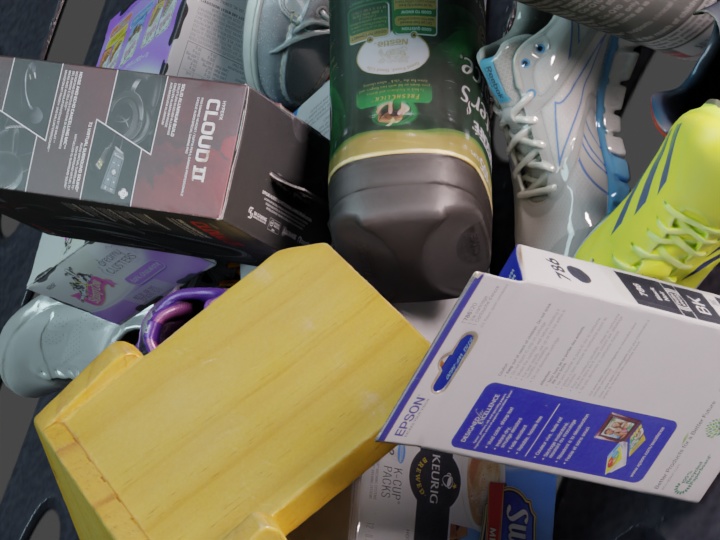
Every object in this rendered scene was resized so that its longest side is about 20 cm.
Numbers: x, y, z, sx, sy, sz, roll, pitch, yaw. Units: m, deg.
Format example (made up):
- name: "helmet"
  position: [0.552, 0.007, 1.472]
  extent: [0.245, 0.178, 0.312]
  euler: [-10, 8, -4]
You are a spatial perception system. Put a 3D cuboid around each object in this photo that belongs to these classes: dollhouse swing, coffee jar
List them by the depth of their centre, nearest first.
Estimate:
- name: "dollhouse swing"
  position: [-0.042, 0.119, 1.278]
  extent: [0.200, 0.175, 0.182]
  euler: [42, 154, 55]
- name: "coffee jar"
  position: [0.026, -0.087, 1.363]
  extent: [0.104, 0.085, 0.201]
  euler: [73, -165, -59]

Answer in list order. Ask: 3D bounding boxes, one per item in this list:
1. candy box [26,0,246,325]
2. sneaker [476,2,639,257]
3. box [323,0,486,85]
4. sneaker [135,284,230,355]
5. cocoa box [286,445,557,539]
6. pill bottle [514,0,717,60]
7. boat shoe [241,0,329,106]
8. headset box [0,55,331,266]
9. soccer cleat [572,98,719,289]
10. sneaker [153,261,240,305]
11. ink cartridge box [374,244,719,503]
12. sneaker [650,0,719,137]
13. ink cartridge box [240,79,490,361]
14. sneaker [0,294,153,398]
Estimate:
- name: "candy box"
  position: [-0.124, -0.084, 1.584]
  extent: [0.168, 0.071, 0.201]
  euler: [-28, 43, 61]
- name: "sneaker"
  position: [0.095, -0.081, 1.349]
  extent: [0.075, 0.086, 0.201]
  euler: [-12, 69, 53]
- name: "box"
  position: [0.027, -0.201, 1.552]
  extent: [0.136, 0.038, 0.201]
  euler: [-17, 63, 54]
- name: "sneaker"
  position: [-0.091, 0.043, 1.429]
  extent: [0.200, 0.088, 0.081]
  euler: [-8, 72, 60]
- name: "cocoa box"
  position: [-0.006, 0.161, 1.361]
  extent: [0.200, 0.131, 0.134]
  euler: [-15, 65, 54]
- name: "pill bottle"
  position: [0.107, -0.183, 1.262]
  extent: [0.114, 0.199, 0.114]
  euler: [-29, 54, 49]
- name: "boat shoe"
  position: [-0.006, -0.186, 1.497]
  extent: [0.065, 0.074, 0.203]
  euler: [30, 95, 34]
- name: "headset box"
  position: [-0.109, -0.056, 1.380]
  extent: [0.199, 0.149, 0.078]
  euler: [10, 82, 22]
- name: "soccer cleat"
  position: [0.144, -0.015, 1.197]
  extent: [0.084, 0.065, 0.200]
  euler: [-48, -5, -21]
- name: "sneaker"
  position: [-0.078, -0.005, 1.604]
  extent: [0.077, 0.078, 0.201]
  euler: [-26, 55, 45]
- name: "ink cartridge box"
  position: [0.101, 0.047, 1.173]
  extent: [0.100, 0.199, 0.039]
  euler: [-58, 39, 23]
- name: "sneaker"
  position: [0.209, -0.123, 1.184]
  extent: [0.200, 0.084, 0.075]
  euler: [-56, 36, 28]
- name: "ink cartridge box"
  position: [0.000, 0.000, 1.465]
  extent: [0.146, 0.086, 0.201]
  euler: [-38, 48, 45]
- name: "sneaker"
  position: [-0.186, 0.055, 1.762]
  extent: [0.200, 0.075, 0.089]
  euler: [-39, 58, 42]
